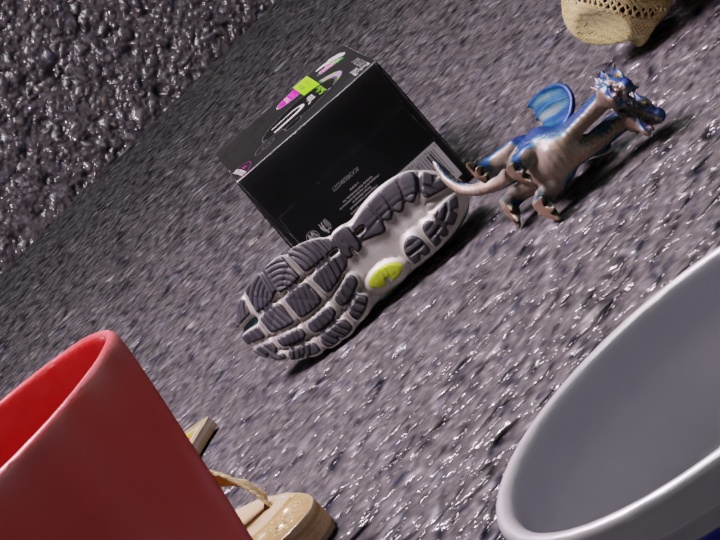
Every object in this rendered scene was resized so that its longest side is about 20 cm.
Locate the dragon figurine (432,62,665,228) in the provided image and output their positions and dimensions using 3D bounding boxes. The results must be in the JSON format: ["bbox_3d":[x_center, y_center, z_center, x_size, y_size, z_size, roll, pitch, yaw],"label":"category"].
[{"bbox_3d":[0.128,-0.084,1.547,0.099,0.059,0.200,-45,12,-18],"label":"dragon figurine"}]

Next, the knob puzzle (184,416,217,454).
[{"bbox_3d":[-0.205,0.194,1.684,0.220,0.030,0.220,-39,12,10],"label":"knob puzzle"}]

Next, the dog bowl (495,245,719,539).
[{"bbox_3d":[0.152,0.060,0.883,0.200,0.079,0.200,-40,11,9],"label":"dog bowl"}]

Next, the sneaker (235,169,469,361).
[{"bbox_3d":[0.000,0.000,1.682,0.200,0.078,0.080,-34,-7,13],"label":"sneaker"}]

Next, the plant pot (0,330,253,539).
[{"bbox_3d":[-0.147,0.160,1.249,0.200,0.177,0.200,-40,11,10],"label":"plant pot"}]

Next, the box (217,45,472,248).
[{"bbox_3d":[-0.017,-0.086,1.873,0.149,0.124,0.200,-41,13,0],"label":"box"}]

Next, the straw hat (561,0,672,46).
[{"bbox_3d":[0.192,-0.211,1.729,0.201,0.201,0.085,-86,4,-74],"label":"straw hat"}]

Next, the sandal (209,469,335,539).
[{"bbox_3d":[-0.086,0.142,1.384,0.078,0.070,0.212,-46,12,-22],"label":"sandal"}]
